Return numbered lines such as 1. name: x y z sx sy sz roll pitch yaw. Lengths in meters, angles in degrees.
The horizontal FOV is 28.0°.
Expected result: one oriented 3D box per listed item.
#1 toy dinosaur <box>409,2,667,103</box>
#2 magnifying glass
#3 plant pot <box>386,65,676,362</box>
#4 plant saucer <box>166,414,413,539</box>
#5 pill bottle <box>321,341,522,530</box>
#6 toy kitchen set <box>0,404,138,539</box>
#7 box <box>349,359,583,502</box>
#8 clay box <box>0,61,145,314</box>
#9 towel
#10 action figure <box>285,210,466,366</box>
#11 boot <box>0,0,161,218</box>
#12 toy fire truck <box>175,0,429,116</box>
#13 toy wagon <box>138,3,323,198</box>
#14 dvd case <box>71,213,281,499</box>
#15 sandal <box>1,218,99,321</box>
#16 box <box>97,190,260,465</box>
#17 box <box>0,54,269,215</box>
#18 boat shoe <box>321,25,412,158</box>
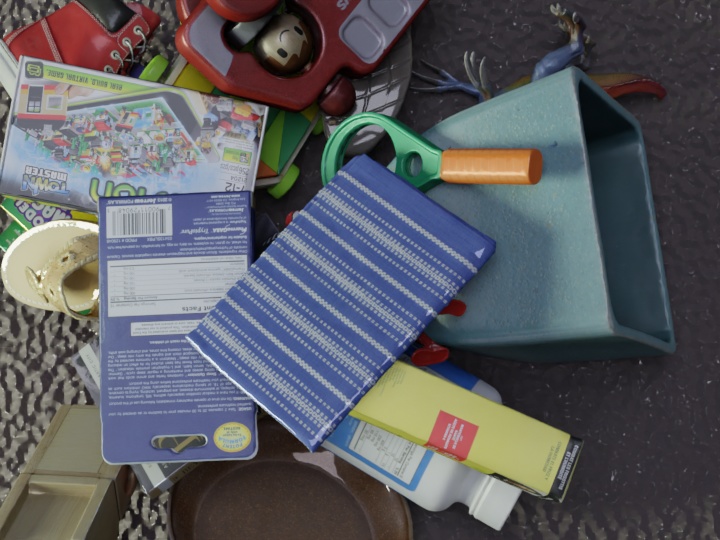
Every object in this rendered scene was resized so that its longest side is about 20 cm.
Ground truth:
1. toy dinosaur: 0.130 -0.132 1.207 0.199 0.105 0.183 33 93 5
2. magnifying glass: 0.049 -0.078 1.080 0.198 0.022 0.081 4 88 42
3. plant pot: 0.119 -0.022 1.143 0.197 0.195 0.199 -12 78 25
4. plant saucer: -0.057 0.205 1.147 0.197 0.037 0.202 9 45 -9
5. pill bottle: 0.045 0.122 1.156 0.198 0.112 0.113 30 83 9
6. toy kitchen set: -0.183 0.246 1.173 0.161 0.181 0.203 2 119 8
7. box: 0.060 0.108 1.060 0.198 0.075 0.051 24 82 -2
8. clay box: -0.219 -0.070 1.247 0.115 0.048 0.201 39 84 12
9. towel: -0.014 0.017 1.034 0.144 0.024 0.200 35 75 32
10. action figure: 0.000 0.000 1.106 0.200 0.051 0.066 39 120 47
11. boot: -0.207 -0.143 1.205 0.143 0.073 0.201 -32 76 -7
12. toy fire truck: -0.044 -0.216 1.159 0.168 0.112 0.201 40 74 -12
13. toy wagon: -0.090 -0.166 1.223 0.155 0.039 0.201 38 69 -18
14. dvd case: -0.118 0.063 1.139 0.199 0.016 0.149 -37 57 -1
15. sandal: -0.210 0.005 1.139 0.209 0.070 0.079 0 107 19
16. box: -0.137 0.043 1.089 0.119 0.032 0.203 -2 79 0
17. box: -0.179 -0.095 1.142 0.197 0.035 0.112 10 87 -9
18. boat shoe: 0.012 -0.185 1.238 0.073 0.073 0.203 12 75 4
